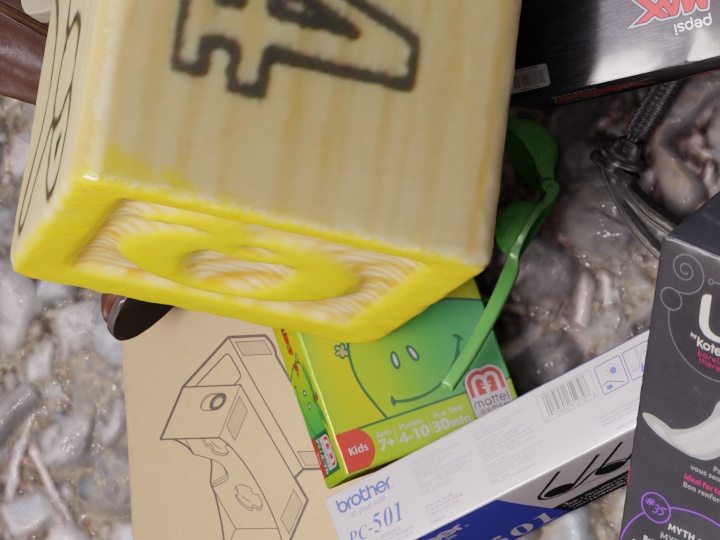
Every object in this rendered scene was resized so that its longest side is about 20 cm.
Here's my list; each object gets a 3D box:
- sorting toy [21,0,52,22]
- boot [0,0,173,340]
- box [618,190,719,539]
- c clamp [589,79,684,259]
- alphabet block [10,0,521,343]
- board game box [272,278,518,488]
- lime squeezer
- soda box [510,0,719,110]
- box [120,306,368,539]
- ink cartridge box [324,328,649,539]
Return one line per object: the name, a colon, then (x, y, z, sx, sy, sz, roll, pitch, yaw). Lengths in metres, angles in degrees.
sorting toy: (-0.107, -0.253, 1.369, 0.199, 0.070, 0.200, -10, 77, 20)
boot: (-0.159, -0.079, 1.414, 0.199, 0.064, 0.187, 25, 78, 20)
box: (0.199, 0.067, 1.161, 0.122, 0.106, 0.201, 24, 128, 28)
c clamp: (0.183, -0.097, 1.289, 0.170, 0.027, 0.201, 29, 101, 17)
alphabet block: (-0.045, -0.094, 1.215, 0.195, 0.195, 0.201, 11, 75, -13)
board game box: (0.000, 0.000, 1.333, 0.101, 0.048, 0.201, -18, 82, -16)
lime squeezer: (0.069, -0.038, 1.314, 0.038, 0.070, 0.201, 136, 133, -63)
soda box: (0.164, -0.129, 1.242, 0.199, 0.071, 0.064, -11, 87, 20)
box: (-0.055, 0.096, 1.405, 0.163, 0.021, 0.201, -3, 90, 25)
ink cartridge box: (0.090, 0.095, 1.294, 0.199, 0.094, 0.044, -29, 69, 23)
